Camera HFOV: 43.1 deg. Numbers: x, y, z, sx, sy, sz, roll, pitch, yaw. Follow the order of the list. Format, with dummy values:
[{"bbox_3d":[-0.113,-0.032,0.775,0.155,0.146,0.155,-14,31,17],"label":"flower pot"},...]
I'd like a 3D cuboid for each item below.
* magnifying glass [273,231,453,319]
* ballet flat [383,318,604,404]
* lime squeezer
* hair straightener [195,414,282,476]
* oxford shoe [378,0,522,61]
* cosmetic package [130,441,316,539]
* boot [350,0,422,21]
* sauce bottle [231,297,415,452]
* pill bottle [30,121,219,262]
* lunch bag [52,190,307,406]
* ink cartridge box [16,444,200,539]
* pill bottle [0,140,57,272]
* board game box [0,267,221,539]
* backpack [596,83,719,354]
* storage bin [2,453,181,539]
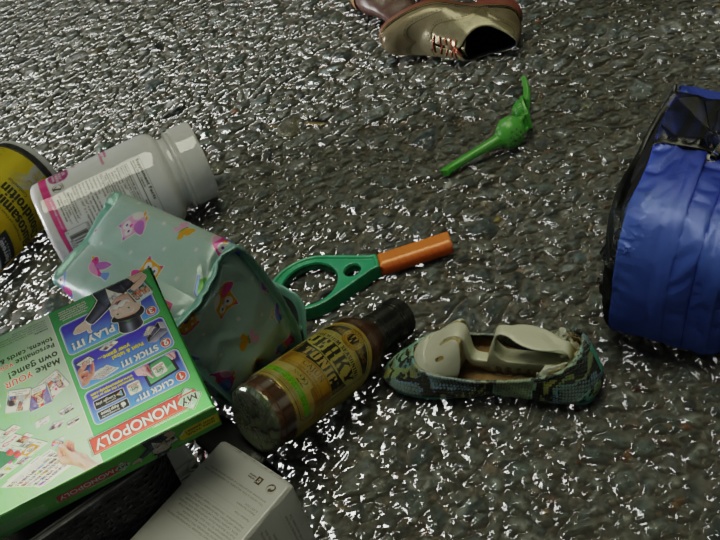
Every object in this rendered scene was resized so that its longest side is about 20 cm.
[{"bbox_3d":[0.000,0.000,0.944,0.196,0.023,0.080,-16,40,1],"label":"magnifying glass"},{"bbox_3d":[0.109,0.072,0.786,0.195,0.075,0.075,-1,42,19],"label":"ballet flat"},{"bbox_3d":[0.174,-0.172,1.070,0.201,0.038,0.070,-50,18,-31],"label":"lime squeezer"},{"bbox_3d":[-0.143,0.124,0.814,0.041,0.078,0.199,-36,43,-19],"label":"hair straightener"},{"bbox_3d":[0.118,-0.316,1.219,0.195,0.071,0.076,-7,46,15],"label":"oxford shoe"},{"bbox_3d":[-0.124,0.241,0.654,0.084,0.109,0.200,22,52,36],"label":"cosmetic package"},{"bbox_3d":[0.082,-0.435,1.386,0.198,0.073,0.166,-33,54,-19],"label":"boot"},{"bbox_3d":[-0.025,0.082,0.801,0.064,0.066,0.199,17,35,34],"label":"sauce bottle"},{"bbox_3d":[-0.274,-0.090,1.076,0.197,0.115,0.114,-27,40,-12],"label":"pill bottle"},{"bbox_3d":[-0.143,0.040,0.820,0.168,0.200,0.123,22,72,36],"label":"lunch bag"},{"bbox_3d":[-0.236,0.156,0.774,0.144,0.086,0.200,-34,57,-19],"label":"ink cartridge box"},{"bbox_3d":[-0.461,-0.057,1.111,0.110,0.113,0.202,7,47,27],"label":"pill bottle"},{"bbox_3d":[-0.212,0.094,0.633,0.197,0.029,0.136,-25,57,-14],"label":"board game box"},{"bbox_3d":[0.293,-0.036,0.765,0.165,0.165,0.201,16,49,30],"label":"backpack"},{"bbox_3d":[-0.245,0.160,0.663,0.198,0.095,0.135,-34,59,-18],"label":"storage bin"}]
